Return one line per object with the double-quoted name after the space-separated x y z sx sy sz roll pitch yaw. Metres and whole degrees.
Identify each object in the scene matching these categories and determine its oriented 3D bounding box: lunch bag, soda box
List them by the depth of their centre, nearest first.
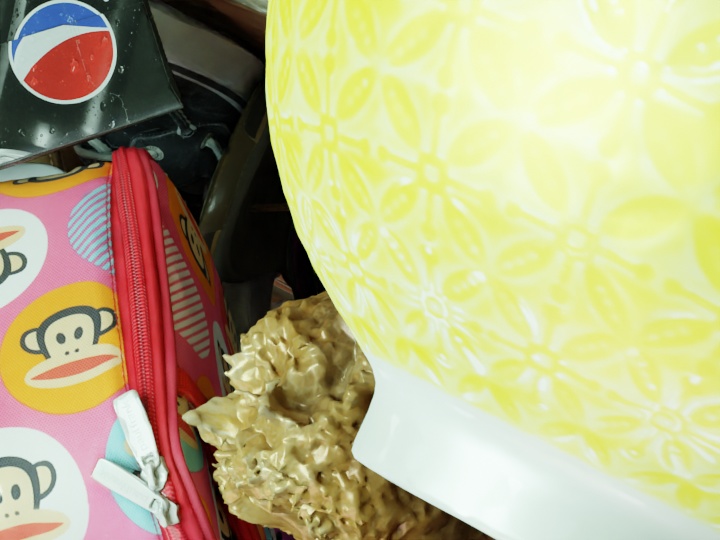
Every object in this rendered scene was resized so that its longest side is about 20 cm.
-0.070 0.081 0.716 0.201 0.081 0.177 75 -178 -45 "lunch bag"
-0.128 -0.065 0.777 0.200 0.070 0.064 -2 107 67 "soda box"

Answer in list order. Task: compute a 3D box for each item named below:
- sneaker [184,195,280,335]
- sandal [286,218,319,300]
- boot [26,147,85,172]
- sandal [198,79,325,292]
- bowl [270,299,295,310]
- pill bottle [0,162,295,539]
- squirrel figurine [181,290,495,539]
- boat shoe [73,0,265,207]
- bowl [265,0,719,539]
-0.085 -0.017 1.024 0.099 0.071 0.200 -1 -157 4 "sneaker"
-0.001 -0.001 0.821 0.075 0.048 0.201 36 162 31 "sandal"
-0.187 -0.089 0.930 0.155 0.072 0.200 35 -161 -46 "boot"
-0.014 -0.021 0.916 0.054 0.082 0.200 16 173 18 "sandal"
0.002 0.103 1.022 0.199 0.200 0.075 20 146 14 "bowl"
-0.093 0.054 0.883 0.112 0.112 0.200 24 157 43 "pill bottle"
0.055 0.072 0.630 0.200 0.187 0.141 37 -153 12 "squirrel figurine"
-0.080 -0.062 0.882 0.071 0.068 0.200 27 177 7 "boat shoe"
0.057 0.005 0.437 0.199 0.108 0.200 27 177 1 "bowl"
